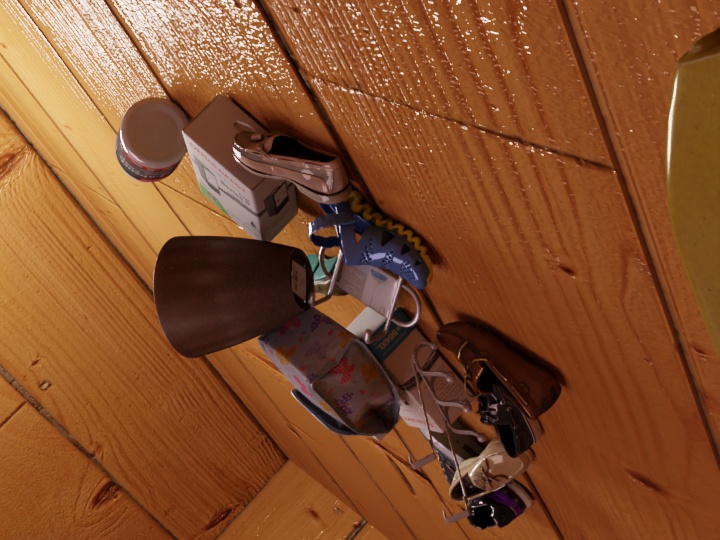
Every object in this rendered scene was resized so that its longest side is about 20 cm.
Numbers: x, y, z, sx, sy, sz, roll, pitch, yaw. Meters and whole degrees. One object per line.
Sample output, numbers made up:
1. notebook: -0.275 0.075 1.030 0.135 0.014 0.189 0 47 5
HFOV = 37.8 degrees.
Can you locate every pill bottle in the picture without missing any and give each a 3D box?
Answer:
1. pill bottle: -0.352 -0.212 1.771 0.116 0.116 0.200 47 164 -7

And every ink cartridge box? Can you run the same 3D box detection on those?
1. ink cartridge box: -0.174 -0.144 1.548 0.146 0.084 0.200 40 164 15
2. ink cartridge box: 0.070 0.158 1.686 0.200 0.084 0.146 50 163 -11

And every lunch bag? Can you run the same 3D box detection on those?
1. lunch bag: -0.041 0.166 1.619 0.169 0.127 0.200 32 165 47

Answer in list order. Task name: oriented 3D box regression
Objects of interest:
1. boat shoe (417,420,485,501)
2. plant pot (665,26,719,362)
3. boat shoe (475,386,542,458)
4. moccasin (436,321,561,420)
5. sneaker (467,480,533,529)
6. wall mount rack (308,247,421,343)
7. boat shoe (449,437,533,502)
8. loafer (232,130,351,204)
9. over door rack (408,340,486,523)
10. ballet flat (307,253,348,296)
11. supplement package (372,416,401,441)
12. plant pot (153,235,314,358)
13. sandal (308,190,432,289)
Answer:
1. boat shoe: 0.159 0.325 1.852 0.200 0.071 0.091 42 136 5
2. plant pot: 0.267 -0.056 0.509 0.201 0.195 0.194 58 161 -12
3. boat shoe: 0.197 0.197 1.502 0.070 0.066 0.201 28 157 45
4. moccasin: 0.170 0.132 1.384 0.201 0.078 0.074 35 165 36
5. sneaker: 0.224 0.420 1.923 0.070 0.099 0.200 51 163 -14
6. wall mount rack: 0.000 0.000 1.503 0.199 0.074 0.175 32 122 30
7. boat shoe: 0.210 0.331 1.719 0.072 0.065 0.200 44 143 -3
8. loafer: -0.092 -0.153 1.380 0.199 0.072 0.063 27 141 31
9. over door rack: 0.119 0.212 1.408 0.066 0.201 0.148 -15 131 18
10. ballet flat: -0.054 0.013 1.686 0.071 0.071 0.200 49 163 -15
11. supplement package: -0.018 0.207 1.982 0.156 0.111 0.199 52 162 -25
12. plant pot: -0.177 0.027 1.578 0.198 0.188 0.188 -8 138 21
13. sandal: 0.008 -0.033 1.368 0.199 0.087 0.080 35 155 24
